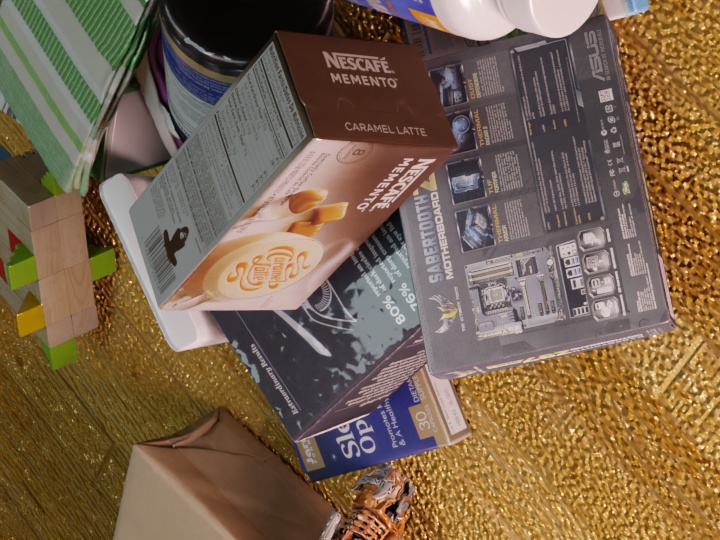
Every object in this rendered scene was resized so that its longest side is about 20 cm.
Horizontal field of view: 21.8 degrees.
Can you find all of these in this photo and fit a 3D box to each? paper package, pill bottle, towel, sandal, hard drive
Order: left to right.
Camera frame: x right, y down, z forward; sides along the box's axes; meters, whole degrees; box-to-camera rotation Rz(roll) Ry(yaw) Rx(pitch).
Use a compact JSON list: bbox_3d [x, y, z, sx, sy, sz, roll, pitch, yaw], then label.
[{"bbox_3d":[-0.205,-0.171,1.328,0.153,0.023,0.201,54,136,25],"label":"towel"},{"bbox_3d":[-0.129,-0.007,1.420,0.027,0.200,0.133,-26,85,11],"label":"hard drive"},{"bbox_3d":[-0.114,-0.124,1.369,0.050,0.083,0.203,27,167,28],"label":"sandal"},{"bbox_3d":[-0.116,0.253,1.564,0.190,0.103,0.201,38,130,28],"label":"paper package"},{"bbox_3d":[-0.075,-0.134,1.237,0.112,0.111,0.200,51,163,17],"label":"pill bottle"},{"bbox_3d":[0.054,-0.209,1.181,0.199,0.112,0.113,24,121,37],"label":"pill bottle"}]

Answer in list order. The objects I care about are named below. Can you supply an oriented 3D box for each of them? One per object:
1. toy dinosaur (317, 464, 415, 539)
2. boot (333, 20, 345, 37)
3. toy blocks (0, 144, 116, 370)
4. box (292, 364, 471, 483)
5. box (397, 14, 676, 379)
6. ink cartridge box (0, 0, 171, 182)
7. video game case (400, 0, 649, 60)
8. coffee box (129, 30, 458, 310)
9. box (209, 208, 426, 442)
[{"bbox_3d":[-0.008,0.252,1.426,0.200,0.136,0.102,-50,44,-1],"label":"toy dinosaur"},{"bbox_3d":[-0.096,-0.212,1.325,0.073,0.155,0.200,-41,67,4],"label":"boot"},{"bbox_3d":[-0.292,-0.034,1.639,0.137,0.099,0.202,40,143,40],"label":"toy blocks"},{"bbox_3d":[-0.010,0.094,1.449,0.199,0.032,0.122,-22,90,48],"label":"box"},{"bbox_3d":[0.103,-0.045,1.183,0.156,0.051,0.202,-13,79,13],"label":"box"},{"bbox_3d":[-0.205,-0.163,1.458,0.199,0.145,0.085,34,127,31],"label":"ink cartridge box"},{"bbox_3d":[0.092,-0.222,1.234,0.199,0.018,0.145,-7,100,46],"label":"video game case"},{"bbox_3d":[-0.046,-0.057,1.179,0.200,0.114,0.080,-44,57,42],"label":"coffee box"},{"bbox_3d":[0.000,0.000,1.318,0.200,0.104,0.149,-42,75,31],"label":"box"}]
